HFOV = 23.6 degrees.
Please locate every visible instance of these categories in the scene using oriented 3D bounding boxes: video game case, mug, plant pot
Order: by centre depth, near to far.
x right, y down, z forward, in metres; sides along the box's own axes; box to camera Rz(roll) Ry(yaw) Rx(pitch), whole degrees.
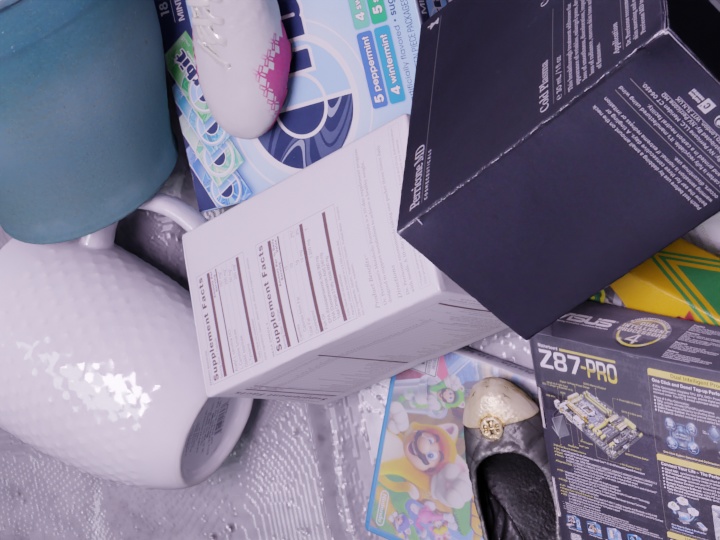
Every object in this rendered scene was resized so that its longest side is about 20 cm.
[{"bbox_3d":[0.100,0.134,1.101,0.198,0.018,0.145,19,108,27],"label":"video game case"},{"bbox_3d":[-0.213,-0.128,1.118,0.198,0.201,0.189,2,130,31],"label":"plant pot"},{"bbox_3d":[-0.157,0.044,1.170,0.174,0.147,0.202,27,105,20],"label":"mug"}]

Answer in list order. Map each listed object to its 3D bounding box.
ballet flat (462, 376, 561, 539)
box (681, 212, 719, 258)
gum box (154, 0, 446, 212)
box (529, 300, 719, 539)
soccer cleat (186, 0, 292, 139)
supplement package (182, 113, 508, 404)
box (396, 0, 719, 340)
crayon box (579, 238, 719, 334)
[{"bbox_3d":[0.101,0.165,1.063,0.066,0.057,0.202,-10,94,31],"label":"ballet flat"},{"bbox_3d":[0.247,-0.073,0.959,0.199,0.036,0.145,-34,82,31],"label":"box"},{"bbox_3d":[-0.035,-0.141,1.114,0.198,0.044,0.172,-12,92,32],"label":"gum box"},{"bbox_3d":[0.191,0.110,0.936,0.199,0.049,0.163,10,124,42],"label":"box"},{"bbox_3d":[-0.089,-0.180,1.063,0.069,0.086,0.202,5,100,31],"label":"soccer cleat"},{"bbox_3d":[0.000,0.000,1.056,0.199,0.113,0.111,-25,68,38],"label":"supplement package"},{"bbox_3d":[0.123,-0.100,0.925,0.104,0.201,0.182,39,125,-24],"label":"box"},{"bbox_3d":[0.180,0.051,0.986,0.199,0.051,0.128,29,135,30],"label":"crayon box"}]
